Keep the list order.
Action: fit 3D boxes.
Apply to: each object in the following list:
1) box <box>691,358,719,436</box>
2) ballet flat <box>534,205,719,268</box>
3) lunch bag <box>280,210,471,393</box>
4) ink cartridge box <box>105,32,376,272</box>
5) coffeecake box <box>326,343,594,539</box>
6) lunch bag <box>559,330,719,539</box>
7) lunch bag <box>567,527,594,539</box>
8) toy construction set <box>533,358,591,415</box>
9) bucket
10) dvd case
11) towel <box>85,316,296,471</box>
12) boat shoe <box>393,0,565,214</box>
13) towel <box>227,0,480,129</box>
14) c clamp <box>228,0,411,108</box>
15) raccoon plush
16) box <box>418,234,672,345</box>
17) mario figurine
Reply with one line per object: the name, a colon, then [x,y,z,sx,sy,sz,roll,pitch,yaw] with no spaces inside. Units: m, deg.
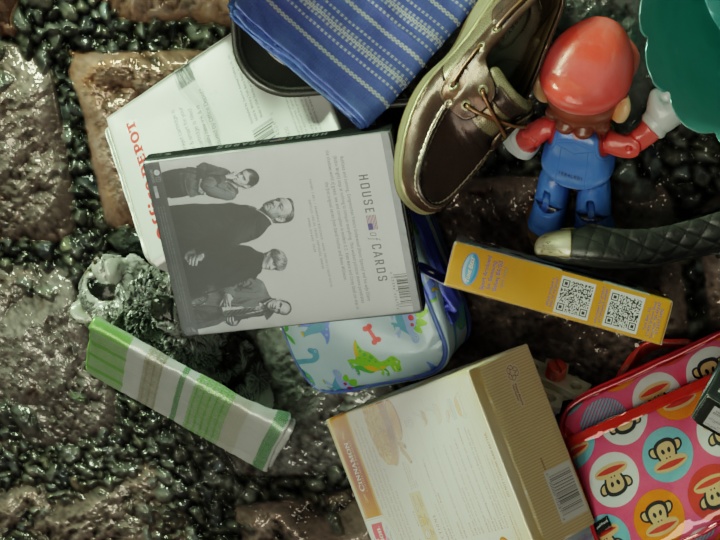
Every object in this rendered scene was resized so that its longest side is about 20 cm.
box: [0.373,0.093,1.439,0.199,0.161,0.044,29,150,7]
ballet flat: [0.231,-0.033,1.473,0.198,0.066,0.058,-7,93,-5]
lunch bag: [0.000,0.000,1.609,0.159,0.082,0.202,-14,108,30]
ink cartridge box: [-0.093,-0.102,1.539,0.199,0.083,0.148,-30,65,21]
coffeecake box: [0.078,0.164,1.558,0.199,0.073,0.155,-24,87,51]
lunch bag: [0.265,0.134,1.520,0.199,0.082,0.178,-27,62,19]
lunch bag: [0.222,0.299,1.601,0.198,0.171,0.127,-17,134,28]
toy construction set: [0.117,0.155,1.630,0.131,0.092,0.202,36,120,33]
bucket: [0.307,-0.194,1.337,0.205,0.135,0.209,10,119,19]
dvd case: [-0.058,-0.029,1.467,0.198,0.025,0.152,-6,111,12]
towel: [-0.154,0.107,1.699,0.199,0.031,0.149,29,158,-1]
boat shoe: [0.094,-0.132,1.416,0.072,0.201,0.072,38,168,-30]
towel: [0.011,-0.222,1.441,0.145,0.200,0.024,40,168,3]
c clamp: [-0.021,-0.211,1.465,0.169,0.027,0.202,-10,82,-7]
raccoon plush: [-0.181,0.066,1.726,0.133,0.097,0.202,-8,112,36]
box: [0.143,0.010,1.504,0.198,0.119,0.042,17,94,2]
mario figurine: [0.183,-0.113,1.488,0.122,0.106,0.202,-7,131,-12]
